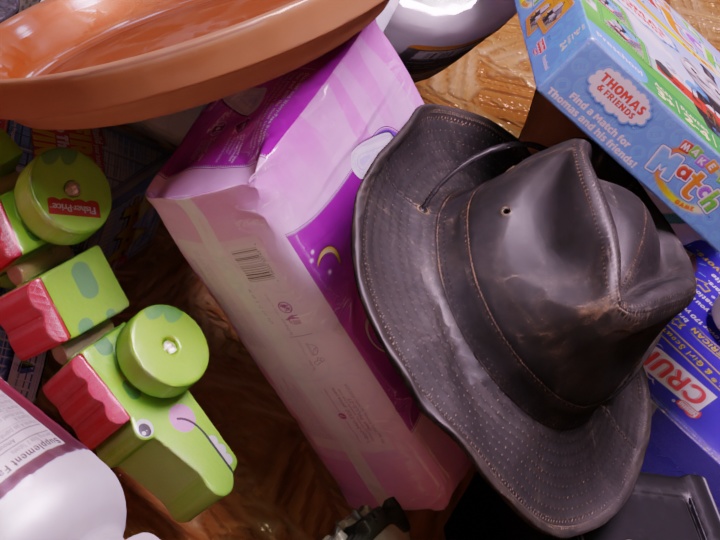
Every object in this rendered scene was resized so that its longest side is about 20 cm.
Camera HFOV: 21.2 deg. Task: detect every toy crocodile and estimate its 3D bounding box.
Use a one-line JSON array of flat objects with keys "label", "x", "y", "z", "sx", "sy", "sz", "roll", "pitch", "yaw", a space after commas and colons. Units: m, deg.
[{"label": "toy crocodile", "x": -0.121, "y": 0.018, "z": 0.795, "sx": 0.062, "sy": 0.067, "sz": 0.200, "roll": -34, "pitch": 92, "yaw": -43}]

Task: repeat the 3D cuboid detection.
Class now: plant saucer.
[{"label": "plant saucer", "x": -0.071, "y": -0.104, "z": 0.810, "sx": 0.199, "sy": 0.032, "sz": 0.200, "roll": -15, "pitch": 20, "yaw": 5}]

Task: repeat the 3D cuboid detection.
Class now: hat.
[{"label": "hat", "x": 0.087, "y": 0.005, "z": 0.781, "sx": 0.200, "sy": 0.081, "sz": 0.201, "roll": 35, "pitch": 40, "yaw": -37}]

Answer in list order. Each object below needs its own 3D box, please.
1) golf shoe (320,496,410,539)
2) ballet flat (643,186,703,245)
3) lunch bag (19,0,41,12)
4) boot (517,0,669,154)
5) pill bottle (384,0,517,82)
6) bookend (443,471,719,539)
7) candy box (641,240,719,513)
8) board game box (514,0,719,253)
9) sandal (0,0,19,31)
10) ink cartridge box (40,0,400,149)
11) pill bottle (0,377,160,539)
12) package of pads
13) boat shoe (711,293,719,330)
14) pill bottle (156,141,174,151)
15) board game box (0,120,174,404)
[{"label": "golf shoe", "x": -0.020, "y": 0.171, "z": 0.751, "sx": 0.088, "sy": 0.077, "sz": 0.200, "roll": 46, "pitch": 40, "yaw": -7}, {"label": "ballet flat", "x": 0.204, "y": -0.057, "z": 1.010, "sx": 0.069, "sy": 0.070, "sz": 0.200, "roll": 40, "pitch": 41, "yaw": 17}, {"label": "lunch bag", "x": -0.263, "y": -0.207, "z": 0.997, "sx": 0.167, "sy": 0.140, "sz": 0.200, "roll": -12, "pitch": 48, "yaw": -18}, {"label": "boot", "x": 0.115, "y": -0.106, "z": 0.999, "sx": 0.076, "sy": 0.156, "sz": 0.200, "roll": 8, "pitch": 17, "yaw": 35}, {"label": "pill bottle", "x": 0.023, "y": -0.163, "z": 1.042, "sx": 0.116, "sy": 0.117, "sz": 0.200, "roll": 19, "pitch": -6, "yaw": -9}, {"label": "bookend", "x": 0.159, "y": 0.170, "z": 0.822, "sx": 0.199, "sy": 0.092, "sz": 0.199, "roll": 10, "pitch": 40, "yaw": -21}, {"label": "candy box", "x": 0.178, "y": 0.050, "z": 0.987, "sx": 0.200, "sy": 0.077, "sz": 0.169, "roll": -17, "pitch": 53, "yaw": -45}, {"label": "board game box", "x": 0.132, "y": -0.086, "z": 0.876, "sx": 0.151, "sy": 0.037, "sz": 0.200, "roll": 39, "pitch": 20, "yaw": -20}, {"label": "sandal", "x": -0.245, "y": -0.091, "z": 0.845, "sx": 0.199, "sy": 0.045, "sz": 0.075, "roll": -26, "pitch": 53, "yaw": -28}, {"label": "ink cartridge box", "x": -0.056, "y": -0.153, "z": 0.922, "sx": 0.160, "sy": 0.201, "sz": 0.047, "roll": 26, "pitch": -4, "yaw": 30}, {"label": "pill bottle", "x": -0.158, "y": 0.091, "z": 0.718, "sx": 0.200, "sy": 0.110, "sz": 0.109, "roll": 37, "pitch": 39, "yaw": 14}, {"label": "package of pads", "x": 0.000, "y": 0.000, "z": 0.843, "sx": 0.075, "sy": 0.200, "sz": 0.121, "roll": -1, "pitch": 42, "yaw": 40}, {"label": "boat shoe", "x": 0.253, "y": -0.009, "z": 0.988, "sx": 0.073, "sy": 0.062, "sz": 0.200, "roll": 42, "pitch": 38, "yaw": 21}, {"label": "pill bottle", "x": -0.062, "y": -0.098, "z": 0.997, "sx": 0.109, "sy": 0.109, "sz": 0.200, "roll": -11, "pitch": 50, "yaw": -38}, {"label": "board game box", "x": -0.185, "y": -0.026, "z": 0.880, "sx": 0.199, "sy": 0.062, "sz": 0.200, "roll": 14, "pitch": 39, "yaw": -15}]
